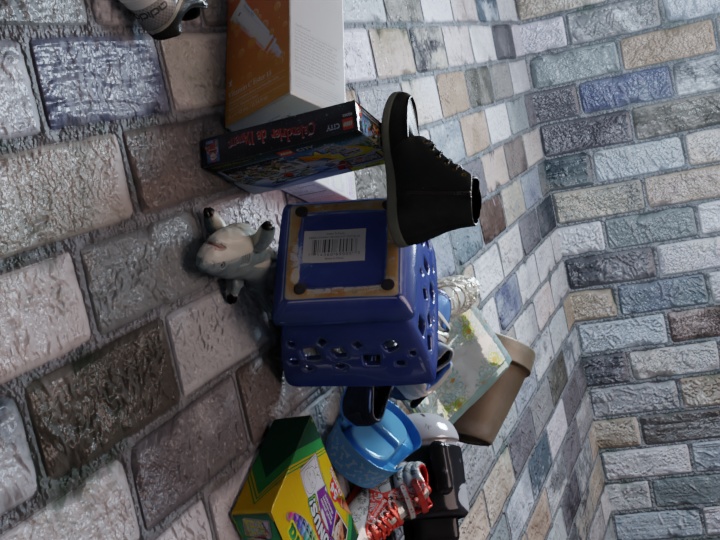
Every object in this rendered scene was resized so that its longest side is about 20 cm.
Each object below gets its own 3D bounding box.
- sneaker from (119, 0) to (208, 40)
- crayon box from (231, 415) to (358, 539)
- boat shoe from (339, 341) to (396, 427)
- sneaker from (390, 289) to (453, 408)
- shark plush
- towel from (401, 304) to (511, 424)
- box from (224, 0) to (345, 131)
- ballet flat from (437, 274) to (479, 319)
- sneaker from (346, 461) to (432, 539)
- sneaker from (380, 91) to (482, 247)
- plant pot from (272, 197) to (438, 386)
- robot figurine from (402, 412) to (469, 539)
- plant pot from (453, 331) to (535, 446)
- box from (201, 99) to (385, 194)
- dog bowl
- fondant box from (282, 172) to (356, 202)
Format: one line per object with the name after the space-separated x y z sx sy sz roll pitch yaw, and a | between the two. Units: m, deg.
-0.206 -0.329 1.349 0.200 0.074 0.088 -71 146 -44 | sneaker
-0.073 0.308 1.447 0.173 0.058 0.200 -68 144 -55 | crayon box
0.040 0.120 1.627 0.084 0.069 0.201 25 72 -38 | boat shoe
0.105 0.105 1.717 0.081 0.146 0.200 50 62 -21 | sneaker
-0.150 -0.001 1.425 0.200 0.091 0.084 86 23 -68 | shark plush
0.134 0.146 1.916 0.200 0.048 0.171 -44 115 -19 | towel
-0.095 -0.274 1.515 0.097 0.124 0.201 19 61 -42 | box
0.100 0.058 1.843 0.072 0.199 0.072 165 -90 -77 | ballet flat
0.037 0.335 1.668 0.202 0.108 0.067 -64 140 -58 | sneaker
0.087 -0.127 1.418 0.075 0.106 0.201 41 41 -61 | sneaker
-0.009 0.019 1.498 0.180 0.199 0.201 74 16 -57 | plant pot
0.095 0.316 1.812 0.125 0.150 0.201 18 61 -54 | robot figurine
0.188 0.205 2.069 0.200 0.199 0.174 40 60 -61 | plant pot
-0.071 -0.145 1.445 0.137 0.199 0.038 28 52 -66 | box
0.015 0.238 1.672 0.111 0.050 0.200 42 20 7 | dog bowl
-0.072 -0.177 1.673 0.200 0.058 0.145 22 61 -68 | fondant box
